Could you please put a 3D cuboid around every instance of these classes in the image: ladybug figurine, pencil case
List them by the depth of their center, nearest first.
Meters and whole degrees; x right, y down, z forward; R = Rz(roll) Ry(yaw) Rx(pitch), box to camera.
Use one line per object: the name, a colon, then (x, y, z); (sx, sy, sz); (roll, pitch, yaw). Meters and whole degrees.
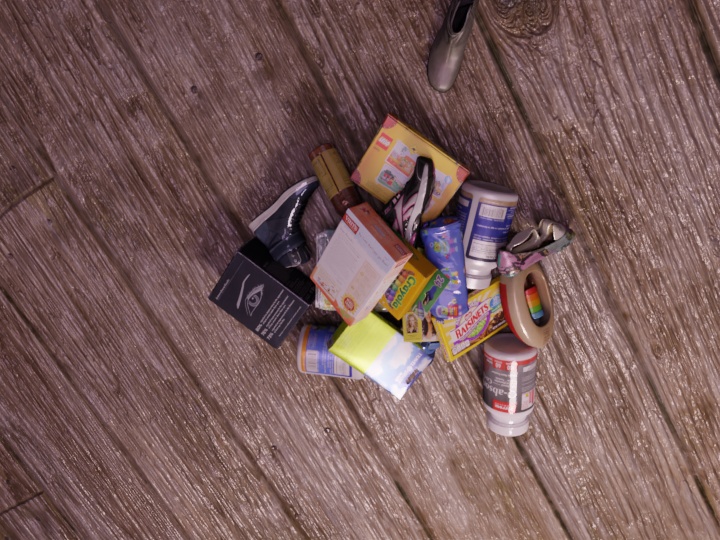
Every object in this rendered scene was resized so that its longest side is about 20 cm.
pencil case: (0.164, -0.003, 1.026); (0.085, 0.078, 0.204); (-4, 106, 13)
ladybug figurine: (0.345, 0.067, 1.102); (0.071, 0.134, 0.204); (-9, 96, 51)

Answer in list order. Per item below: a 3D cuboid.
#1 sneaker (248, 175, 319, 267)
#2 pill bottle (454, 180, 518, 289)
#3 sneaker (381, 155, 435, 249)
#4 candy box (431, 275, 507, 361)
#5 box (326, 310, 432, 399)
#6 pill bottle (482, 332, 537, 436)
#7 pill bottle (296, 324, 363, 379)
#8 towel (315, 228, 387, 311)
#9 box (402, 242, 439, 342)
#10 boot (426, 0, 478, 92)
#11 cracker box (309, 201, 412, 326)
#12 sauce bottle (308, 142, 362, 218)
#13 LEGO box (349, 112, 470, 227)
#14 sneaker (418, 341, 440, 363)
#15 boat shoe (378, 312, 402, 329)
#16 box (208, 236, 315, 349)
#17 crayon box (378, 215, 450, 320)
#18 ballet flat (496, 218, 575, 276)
sneaker: (-0.133, -0.098, 1.133); (0.201, 0.077, 0.147); (-37, 88, 28)
pill bottle: (0.241, -0.072, 1.070); (0.114, 0.116, 0.204); (12, 110, 5)
sneaker: (0.084, -0.123, 1.018); (0.085, 0.080, 0.203); (18, 106, 13)
candy box: (0.246, 0.100, 1.116); (0.198, 0.026, 0.104); (-28, 103, -21)
box: (0.041, 0.170, 1.114); (0.199, 0.048, 0.123); (37, 97, -17)
pill bottle: (0.329, 0.252, 1.162); (0.113, 0.116, 0.204); (-1, 108, 9)
pill bottle: (-0.039, 0.188, 1.202); (0.196, 0.112, 0.114); (5, 109, 6)
towel: (0.000, 0.000, 1.126); (0.196, 0.048, 0.175); (2, 93, -7)
box: (0.123, 0.047, 1.100); (0.049, 0.075, 0.204); (-9, 80, 37)
boot: (0.167, -0.431, 0.956); (0.067, 0.131, 0.203); (17, 110, 3)
cracker box: (-0.004, -0.008, 0.989); (0.134, 0.057, 0.201); (49, 135, 16)
sauce bottle: (-0.040, -0.162, 1.086); (0.065, 0.066, 0.203); (-26, 85, 16)
LEGO box: (0.100, -0.200, 1.070); (0.198, 0.077, 0.150); (34, 110, -3)
sneaker: (0.165, 0.131, 1.157); (0.081, 0.073, 0.204); (24, 116, 36)
boat shoe: (0.016, 0.077, 1.183); (0.201, 0.061, 0.072); (41, 109, -6)
box: (-0.215, 0.050, 1.185); (0.199, 0.105, 0.149); (38, 113, -4)
crayon box: (0.062, 0.002, 1.017); (0.200, 0.051, 0.127); (42, 132, 15)
ballet flat: (0.350, -0.058, 1.039); (0.198, 0.069, 0.072); (-26, 125, -17)
